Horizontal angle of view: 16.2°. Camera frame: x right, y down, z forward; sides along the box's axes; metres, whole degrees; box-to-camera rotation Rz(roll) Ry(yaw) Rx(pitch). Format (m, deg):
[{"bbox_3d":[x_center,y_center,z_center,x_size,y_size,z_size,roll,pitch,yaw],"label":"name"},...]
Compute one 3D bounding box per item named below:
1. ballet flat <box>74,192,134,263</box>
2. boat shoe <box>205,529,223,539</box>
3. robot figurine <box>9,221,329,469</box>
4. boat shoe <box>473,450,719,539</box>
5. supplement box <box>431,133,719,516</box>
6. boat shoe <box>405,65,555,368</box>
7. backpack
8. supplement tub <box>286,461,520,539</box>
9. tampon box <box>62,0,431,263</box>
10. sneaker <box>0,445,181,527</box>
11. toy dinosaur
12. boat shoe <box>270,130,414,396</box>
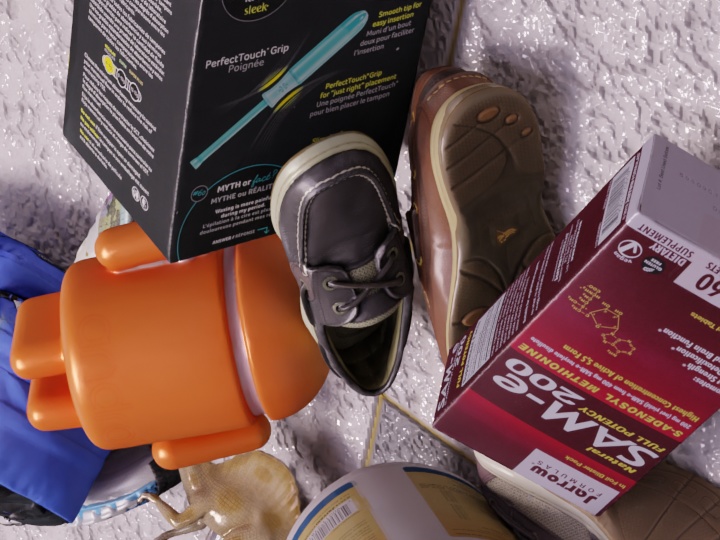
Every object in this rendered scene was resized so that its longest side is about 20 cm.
[{"bbox_3d":[-0.138,0.014,1.580,0.071,0.069,0.201,4,119,27],"label":"ballet flat"},{"bbox_3d":[-0.073,0.232,1.638,0.072,0.076,0.200,36,137,22],"label":"boat shoe"},{"bbox_3d":[-0.102,0.041,1.487,0.199,0.117,0.144,-10,85,5],"label":"robot figurine"},{"bbox_3d":[0.141,0.140,1.363,0.200,0.072,0.065,30,141,31],"label":"boat shoe"},{"bbox_3d":[0.132,0.032,1.266,0.109,0.061,0.200,29,136,-11],"label":"supplement box"},{"bbox_3d":[0.062,-0.019,1.357,0.068,0.072,0.201,44,147,52],"label":"boat shoe"},{"bbox_3d":[-0.247,0.062,1.633,0.200,0.162,0.168,27,88,44],"label":"backpack"},{"bbox_3d":[0.038,0.200,1.386,0.200,0.144,0.145,-130,24,-72],"label":"supplement tub"},{"bbox_3d":[-0.059,-0.134,1.331,0.126,0.149,0.201,47,139,37],"label":"tampon box"},{"bbox_3d":[-0.197,0.124,1.711,0.200,0.075,0.087,-8,100,48],"label":"sneaker"},{"bbox_3d":[-0.066,0.163,1.541,0.200,0.058,0.101,37,103,7],"label":"toy dinosaur"},{"bbox_3d":[-0.001,0.001,1.355,0.201,0.072,0.066,84,161,-60],"label":"boat shoe"}]
